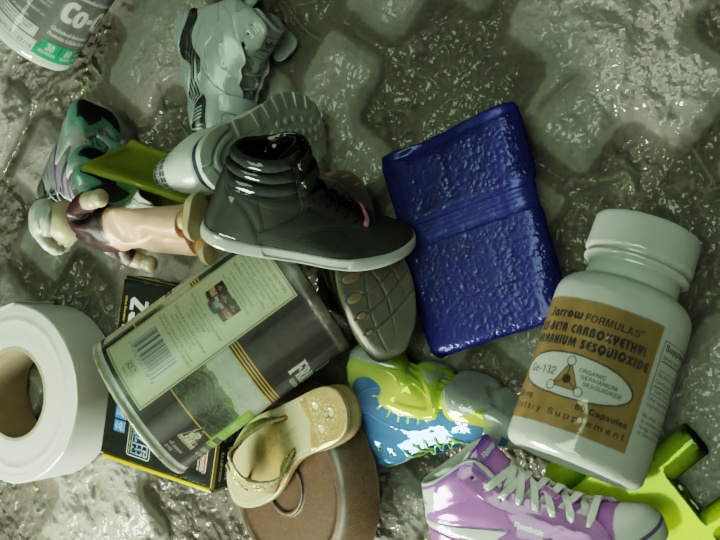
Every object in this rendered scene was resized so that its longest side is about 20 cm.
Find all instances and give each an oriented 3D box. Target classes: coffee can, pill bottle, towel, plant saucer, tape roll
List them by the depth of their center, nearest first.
[{"bbox_3d":[0.201,0.061,0.789,0.113,0.114,0.203,16,80,28],"label":"pill bottle"},{"bbox_3d":[0.106,-0.034,0.900,0.146,0.049,0.204,-19,77,30],"label":"towel"},{"bbox_3d":[-0.129,0.070,0.926,0.199,0.147,0.147,-35,70,-4],"label":"coffee can"},{"bbox_3d":[-0.168,-0.089,0.960,0.197,0.086,0.018,17,116,19],"label":"towel"},{"bbox_3d":[-0.063,0.210,0.960,0.198,0.034,0.205,3,95,44],"label":"plant saucer"},{"bbox_3d":[-0.326,-0.339,1.111,0.201,0.113,0.113,-49,67,19],"label":"pill bottle"},{"bbox_3d":[-0.378,0.140,1.144,0.199,0.070,0.207,-1,87,29],"label":"tape roll"}]

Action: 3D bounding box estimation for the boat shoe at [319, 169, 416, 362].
[{"bbox_3d":[0.000,0.000,0.937,0.073,0.074,0.203,-11,61,-14],"label":"boat shoe"}]

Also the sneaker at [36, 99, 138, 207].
[{"bbox_3d":[-0.302,-0.078,1.057,0.141,0.077,0.201,-55,31,23],"label":"sneaker"}]

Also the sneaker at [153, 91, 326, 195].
[{"bbox_3d":[-0.108,-0.119,0.939,0.080,0.199,0.078,-12,98,38],"label":"sneaker"}]

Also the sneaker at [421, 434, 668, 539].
[{"bbox_3d":[0.139,0.187,0.792,0.197,0.073,0.116,-13,100,25],"label":"sneaker"}]

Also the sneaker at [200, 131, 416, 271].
[{"bbox_3d":[-0.034,-0.062,0.850,0.071,0.196,0.101,-114,34,-55],"label":"sneaker"}]

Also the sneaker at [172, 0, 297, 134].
[{"bbox_3d":[-0.121,-0.194,1.013,0.113,0.075,0.204,-21,78,26],"label":"sneaker"}]

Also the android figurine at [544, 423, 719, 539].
[{"bbox_3d":[0.226,0.226,0.824,0.200,0.041,0.183,-46,68,19],"label":"android figurine"}]

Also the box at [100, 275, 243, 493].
[{"bbox_3d":[-0.195,0.117,1.057,0.157,0.049,0.204,10,93,30],"label":"box"}]

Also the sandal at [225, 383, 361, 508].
[{"bbox_3d":[-0.090,0.165,0.912,0.211,0.069,0.079,-38,66,38],"label":"sandal"}]

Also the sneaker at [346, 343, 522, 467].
[{"bbox_3d":[0.069,0.141,0.905,0.198,0.075,0.107,23,111,35],"label":"sneaker"}]

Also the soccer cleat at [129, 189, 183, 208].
[{"bbox_3d":[-0.233,-0.079,1.068,0.197,0.077,0.071,-12,82,28],"label":"soccer cleat"}]

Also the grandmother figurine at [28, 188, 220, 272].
[{"bbox_3d":[-0.225,-0.040,0.919,0.196,0.122,0.061,5,48,22],"label":"grandmother figurine"}]
